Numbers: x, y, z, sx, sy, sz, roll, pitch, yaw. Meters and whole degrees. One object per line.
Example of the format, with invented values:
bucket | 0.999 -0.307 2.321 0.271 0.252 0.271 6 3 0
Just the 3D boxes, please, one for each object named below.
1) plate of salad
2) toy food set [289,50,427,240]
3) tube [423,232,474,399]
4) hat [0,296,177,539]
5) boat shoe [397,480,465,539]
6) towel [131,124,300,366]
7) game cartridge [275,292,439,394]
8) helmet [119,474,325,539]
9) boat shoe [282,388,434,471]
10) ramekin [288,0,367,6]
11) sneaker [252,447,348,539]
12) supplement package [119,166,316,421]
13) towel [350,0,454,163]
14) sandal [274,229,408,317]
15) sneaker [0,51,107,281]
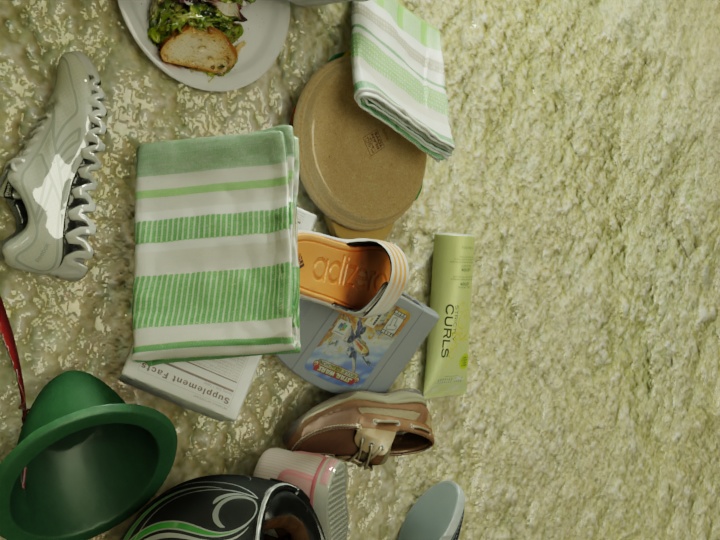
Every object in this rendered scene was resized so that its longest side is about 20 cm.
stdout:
plate of salad | -0.147 -0.282 0.852 0.198 0.048 0.204 0 90 -37
toy food set | 0.003 -0.142 0.970 0.200 0.048 0.199 50 62 -27
tube | 0.112 0.056 1.059 0.057 0.052 0.204 4 93 3
hat | -0.271 0.116 0.776 0.164 0.176 0.202 -2 129 -39
boat shoe | 0.086 0.358 1.029 0.091 0.070 0.202 37 75 -33
towel | -0.124 -0.024 0.731 0.023 0.150 0.203 65 20 -70
game cartridge | -0.010 0.068 0.926 0.199 0.041 0.134 29 96 -45
helmet | -0.137 0.289 0.773 0.200 0.188 0.203 -18 90 -72
boat shoe | 0.007 0.179 0.944 0.198 0.076 0.072 -3 52 -37
ramekin | -0.047 -0.365 0.870 0.201 0.093 0.206 19 67 -56
sneaker | -0.070 0.264 0.907 0.076 0.103 0.203 -60 157 -50
supplement package | -0.136 0.027 0.804 0.112 0.109 0.203 24 75 -12
towel | 0.048 -0.234 0.965 0.148 0.031 0.203 29 47 -37
sandal | -0.002 0.008 0.808 0.205 0.059 0.081 8 93 -55
sneaker | -0.268 -0.094 0.747 0.080 0.075 0.204 7 86 -29
